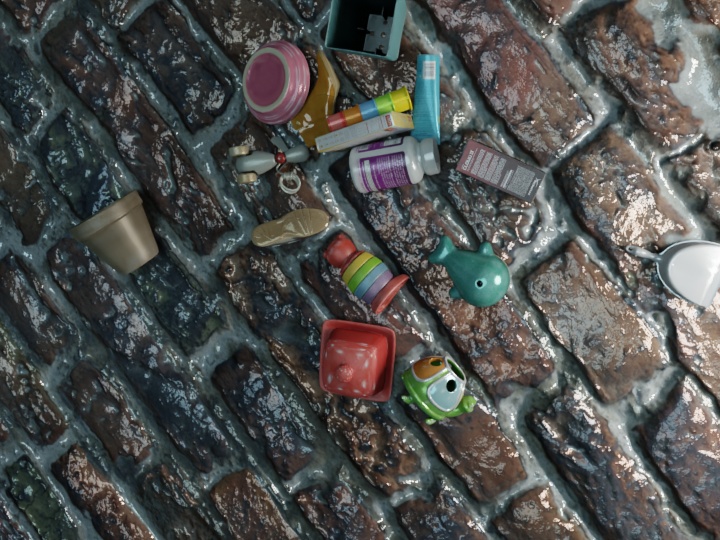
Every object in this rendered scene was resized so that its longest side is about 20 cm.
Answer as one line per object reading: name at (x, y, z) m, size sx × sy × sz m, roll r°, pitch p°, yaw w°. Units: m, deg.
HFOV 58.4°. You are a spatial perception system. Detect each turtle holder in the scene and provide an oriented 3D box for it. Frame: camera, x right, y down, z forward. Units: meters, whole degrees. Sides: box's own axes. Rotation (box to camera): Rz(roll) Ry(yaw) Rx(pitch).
turtle holder at (0.194, 0.292, 1.555) m, size 0.132 × 0.141 × 0.186 m, roll -41°, pitch 86°, yaw 17°

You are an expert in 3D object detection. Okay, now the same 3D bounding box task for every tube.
tube at (0.154, -0.397, 1.501) m, size 0.077 × 0.050 × 0.202 m, roll 10°, pitch 107°, yaw 29°

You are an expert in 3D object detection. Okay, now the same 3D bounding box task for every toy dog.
toy dog at (-0.230, -0.273, 1.619) m, size 0.198 × 0.096 × 0.133 m, roll 10°, pitch 100°, yaw -1°

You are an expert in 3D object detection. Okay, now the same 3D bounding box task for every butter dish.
butter dish at (-0.024, 0.239, 1.603) m, size 0.198 × 0.148 × 0.202 m, roll 7°, pitch 101°, yaw 14°

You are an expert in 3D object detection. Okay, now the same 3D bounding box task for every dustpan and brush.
dustpan and brush at (0.686, -0.016, 1.417) m, size 0.199 × 0.057 × 0.140 m, roll 19°, pitch 102°, yaw 5°

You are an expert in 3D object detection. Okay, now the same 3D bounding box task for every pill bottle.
pill bottle at (0.082, -0.252, 1.509) m, size 0.199 × 0.112 × 0.113 m, roll -7°, pitch 97°, yaw 17°

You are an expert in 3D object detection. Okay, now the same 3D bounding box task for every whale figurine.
whale figurine at (0.253, 0.002, 1.508) m, size 0.200 × 0.104 × 0.160 m, roll 36°, pitch 107°, yaw 7°

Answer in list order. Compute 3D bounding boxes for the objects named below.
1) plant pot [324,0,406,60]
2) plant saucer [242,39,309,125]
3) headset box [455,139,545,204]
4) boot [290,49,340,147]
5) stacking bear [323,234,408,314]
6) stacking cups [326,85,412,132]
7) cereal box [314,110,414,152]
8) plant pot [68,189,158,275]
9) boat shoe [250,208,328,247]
plant pot at (0.028, -0.542, 1.429) m, size 0.140 × 0.200 × 0.142 m, roll 13°, pitch 103°, yaw 13°
plant saucer at (-0.215, -0.457, 1.561) m, size 0.199 × 0.051 × 0.202 m, roll 3°, pitch 95°, yaw 33°
headset box at (0.305, -0.225, 1.432) m, size 0.199 × 0.149 × 0.078 m, roll 25°, pitch 104°, yaw 9°
boot at (-0.114, -0.411, 1.558) m, size 0.143 × 0.071 × 0.202 m, roll -20°, pitch 98°, yaw 15°
stacking bear at (0.000, 0.000, 1.581) m, size 0.200 × 0.114 × 0.122 m, roll 42°, pitch 107°, yaw 10°
stacking cups at (0.020, -0.369, 1.507) m, size 0.199 × 0.061 × 0.061 m, roll -21°, pitch 93°, yaw 2°
cereal box at (0.011, -0.319, 1.492) m, size 0.199 × 0.144 × 0.040 m, roll -14°, pitch 94°, yaw 23°
plant pot at (-0.637, -0.089, 1.713) m, size 0.199 × 0.200 × 0.174 m, roll -24°, pitch 108°, yaw 18°
boat shoe at (-0.177, -0.105, 1.633) m, size 0.199 × 0.065 × 0.072 m, roll -19°, pitch 85°, yaw -1°
